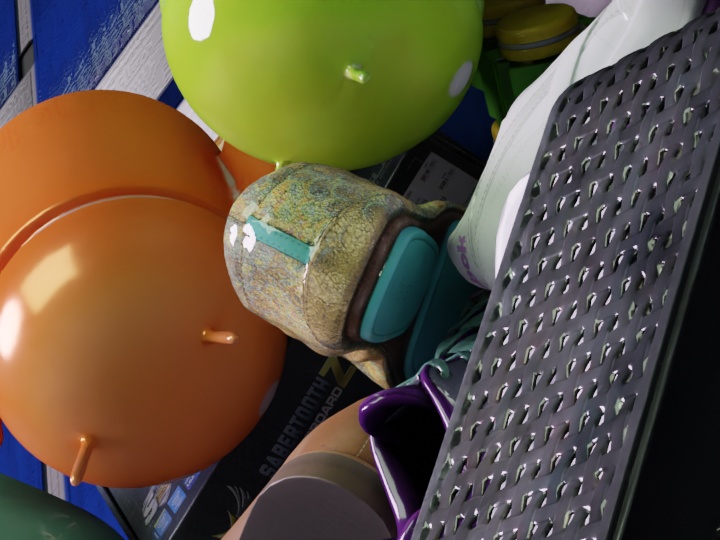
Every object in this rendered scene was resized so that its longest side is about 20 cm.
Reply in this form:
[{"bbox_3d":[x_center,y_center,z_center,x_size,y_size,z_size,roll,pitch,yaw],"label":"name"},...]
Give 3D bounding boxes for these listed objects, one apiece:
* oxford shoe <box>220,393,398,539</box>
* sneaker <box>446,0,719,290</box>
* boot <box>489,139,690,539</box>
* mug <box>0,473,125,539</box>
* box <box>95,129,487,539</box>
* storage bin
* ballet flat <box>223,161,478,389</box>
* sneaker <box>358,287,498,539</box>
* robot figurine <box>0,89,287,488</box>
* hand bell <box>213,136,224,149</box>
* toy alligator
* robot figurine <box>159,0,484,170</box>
[{"bbox_3d":[-0.023,0.111,1.002,0.200,0.071,0.071,-52,2,45],"label":"oxford shoe"},{"bbox_3d":[0.093,-0.071,0.934,0.100,0.075,0.200,-8,40,57],"label":"sneaker"},{"bbox_3d":[0.086,0.059,0.836,0.073,0.095,0.201,20,111,42],"label":"boot"},{"bbox_3d":[-0.140,0.146,1.116,0.152,0.114,0.185,95,-160,-51],"label":"mug"},{"bbox_3d":[-0.032,0.021,1.158,0.200,0.051,0.158,-57,21,5],"label":"box"},{"bbox_3d":[0.104,0.044,0.718,0.094,0.135,0.200,-25,40,55],"label":"storage bin"},{"bbox_3d":[0.000,0.000,0.965,0.071,0.071,0.200,-59,-14,1],"label":"ballet flat"},{"bbox_3d":[0.045,0.033,0.925,0.074,0.087,0.200,-41,28,37],"label":"sneaker"},{"bbox_3d":[-0.092,0.007,1.085,0.200,0.143,0.117,-116,27,-62],"label":"robot figurine"},{"bbox_3d":[-0.073,-0.036,1.310,0.200,0.104,0.104,-44,23,3],"label":"hand bell"},{"bbox_3d":[0.068,-0.079,1.077,0.054,0.059,0.200,-17,18,-9],"label":"toy alligator"},{"bbox_3d":[-0.012,-0.122,1.041,0.176,0.115,0.201,126,154,-48],"label":"robot figurine"}]
